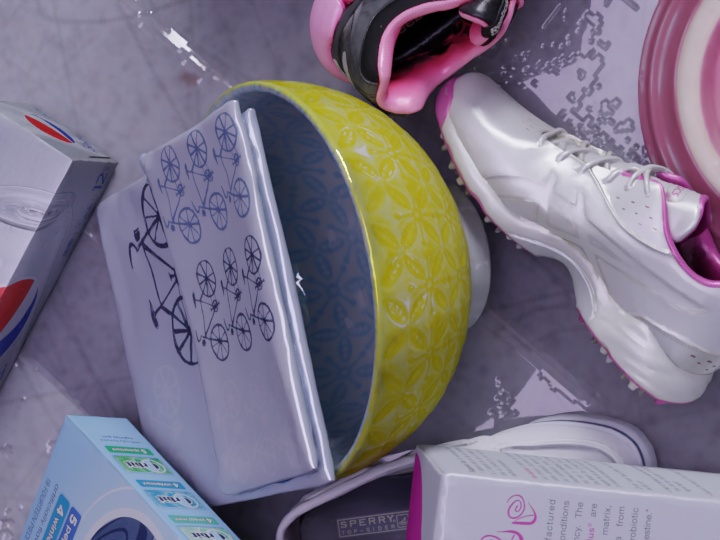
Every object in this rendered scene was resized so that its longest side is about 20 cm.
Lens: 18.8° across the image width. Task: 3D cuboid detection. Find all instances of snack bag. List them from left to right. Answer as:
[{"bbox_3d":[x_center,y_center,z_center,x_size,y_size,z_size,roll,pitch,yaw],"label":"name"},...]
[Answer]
[{"bbox_3d":[-0.084,0.028,1.113,0.200,0.021,0.190,-21,80,59],"label":"snack bag"}]

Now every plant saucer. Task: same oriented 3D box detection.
[{"bbox_3d":[0.231,-0.089,1.059,0.199,0.051,0.202,1,92,17],"label":"plant saucer"}]

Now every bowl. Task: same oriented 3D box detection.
[{"bbox_3d":[0.000,0.000,1.092,0.200,0.107,0.202,24,119,54],"label":"bowl"}]

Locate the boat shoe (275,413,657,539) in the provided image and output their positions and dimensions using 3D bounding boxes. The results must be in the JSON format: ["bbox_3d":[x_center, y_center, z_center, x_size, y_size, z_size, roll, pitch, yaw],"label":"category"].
[{"bbox_3d":[0.053,0.123,1.111,0.199,0.065,0.074,-19,85,17],"label":"boat shoe"}]

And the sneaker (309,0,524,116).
[{"bbox_3d":[0.066,-0.150,1.073,0.200,0.096,0.079,-43,121,10],"label":"sneaker"}]

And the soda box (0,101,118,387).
[{"bbox_3d":[-0.215,0.009,1.195,0.068,0.063,0.201,32,100,14],"label":"soda box"}]

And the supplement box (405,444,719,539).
[{"bbox_3d":[0.123,0.147,1.036,0.198,0.103,0.102,7,93,-7],"label":"supplement box"}]

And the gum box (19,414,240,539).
[{"bbox_3d":[-0.118,0.197,1.118,0.200,0.044,0.171,39,113,44],"label":"gum box"}]

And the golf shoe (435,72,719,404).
[{"bbox_3d":[0.122,-0.032,1.074,0.200,0.075,0.092,48,123,5],"label":"golf shoe"}]
